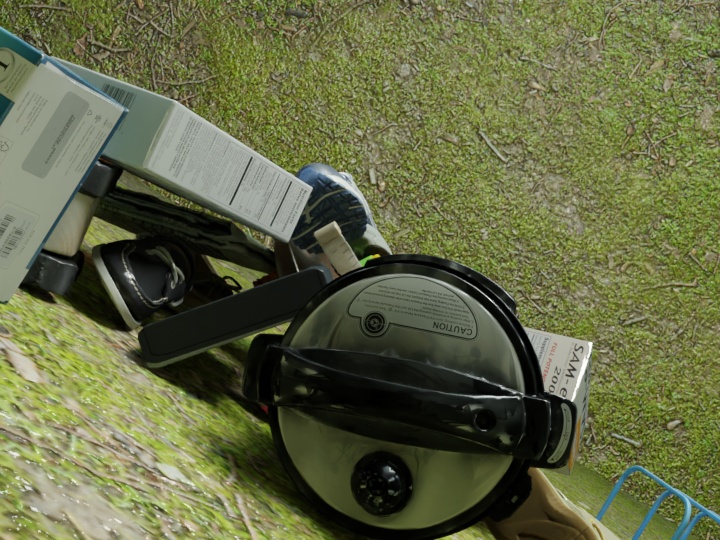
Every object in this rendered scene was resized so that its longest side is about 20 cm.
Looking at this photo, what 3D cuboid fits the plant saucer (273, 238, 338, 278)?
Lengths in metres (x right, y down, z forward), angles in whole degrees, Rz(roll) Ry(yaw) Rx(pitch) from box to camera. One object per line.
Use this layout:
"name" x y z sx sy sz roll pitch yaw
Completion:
"plant saucer" -0.034 0.026 0.980 0.201 0.032 0.200 58 15 -25

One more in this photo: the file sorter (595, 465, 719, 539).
"file sorter" 0.327 0.297 0.923 0.200 0.123 0.139 33 1 -11

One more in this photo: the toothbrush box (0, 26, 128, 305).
"toothbrush box" -0.269 -0.094 0.604 0.200 0.147 0.085 31 -1 26

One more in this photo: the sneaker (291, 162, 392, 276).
"sneaker" -0.031 -0.061 0.950 0.200 0.077 0.085 57 11 -65

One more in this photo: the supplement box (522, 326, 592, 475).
"supplement box" 0.111 0.107 0.911 0.199 0.074 0.126 13 -37 20

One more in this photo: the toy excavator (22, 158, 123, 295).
"toy excavator" -0.294 -0.073 0.742 0.199 0.100 0.194 23 1 -13

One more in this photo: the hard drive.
"hard drive" -0.089 0.031 0.773 0.200 0.139 0.033 -122 -167 -89

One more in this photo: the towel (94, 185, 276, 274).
"towel" -0.183 -0.039 0.943 0.192 0.035 0.200 19 -7 13

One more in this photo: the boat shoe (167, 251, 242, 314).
"boat shoe" -0.172 0.013 1.013 0.073 0.063 0.200 33 0 -33

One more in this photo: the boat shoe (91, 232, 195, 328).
"boat shoe" -0.175 0.003 0.814 0.200 0.060 0.074 161 -95 -87

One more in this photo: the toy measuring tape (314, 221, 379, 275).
"toy measuring tape" 0.000 0.000 0.935 0.073 0.074 0.200 32 -14 39

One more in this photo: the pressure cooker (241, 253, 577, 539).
"pressure cooker" 0.035 0.083 0.623 0.179 0.176 0.200 59 7 11

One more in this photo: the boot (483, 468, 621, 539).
"boot" 0.166 0.227 0.658 0.155 0.073 0.200 42 6 -22

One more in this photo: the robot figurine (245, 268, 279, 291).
"robot figurine" -0.047 0.074 1.038 0.200 0.058 0.145 39 30 -61

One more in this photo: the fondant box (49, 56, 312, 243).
"fondant box" -0.152 -0.095 0.795 0.144 0.058 0.200 23 -3 30

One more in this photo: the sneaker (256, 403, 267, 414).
"sneaker" 0.000 0.112 0.800 0.200 0.084 0.077 32 1 -35
